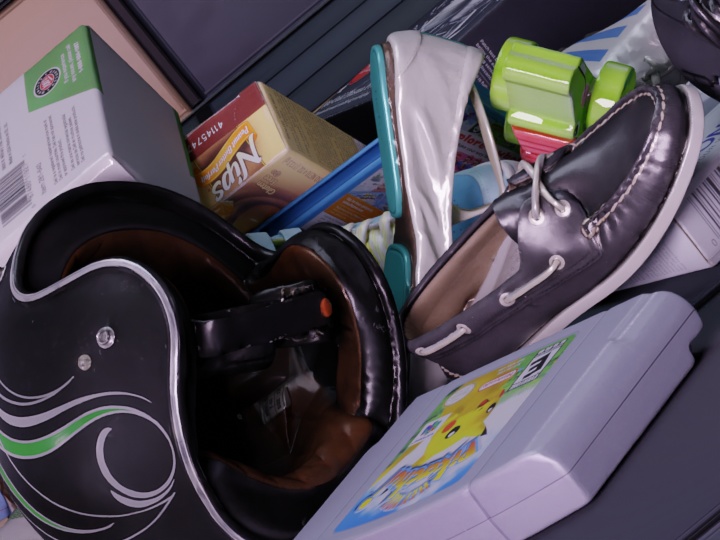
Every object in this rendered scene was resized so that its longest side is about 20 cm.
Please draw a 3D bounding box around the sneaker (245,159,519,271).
[{"bbox_3d":[0.000,0.000,1.500,0.130,0.080,0.200,1,-24,-30],"label":"sneaker"}]

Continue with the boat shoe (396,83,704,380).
[{"bbox_3d":[0.085,-0.019,1.327,0.200,0.060,0.074,-49,28,41],"label":"boat shoe"}]

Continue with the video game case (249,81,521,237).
[{"bbox_3d":[0.021,-0.024,1.597,0.200,0.143,0.018,-35,55,21],"label":"video game case"}]

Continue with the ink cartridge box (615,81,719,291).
[{"bbox_3d":[0.169,-0.062,1.423,0.200,0.041,0.200,-45,11,-25],"label":"ink cartridge box"}]

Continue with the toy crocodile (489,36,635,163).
[{"bbox_3d":[0.103,-0.074,1.463,0.200,0.067,0.062,49,-123,-77],"label":"toy crocodile"}]

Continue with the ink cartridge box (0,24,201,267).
[{"bbox_3d":[-0.187,-0.013,1.529,0.200,0.084,0.145,-38,32,13],"label":"ink cartridge box"}]

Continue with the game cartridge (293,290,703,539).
[{"bbox_3d":[0.050,0.083,1.239,0.200,0.040,0.133,-28,19,49],"label":"game cartridge"}]

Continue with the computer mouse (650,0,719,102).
[{"bbox_3d":[0.152,-0.112,1.278,0.046,0.140,0.200,-38,30,8],"label":"computer mouse"}]

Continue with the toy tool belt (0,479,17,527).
[{"bbox_3d":[-0.217,0.181,1.642,0.199,0.123,0.125,-30,-8,-16],"label":"toy tool belt"}]

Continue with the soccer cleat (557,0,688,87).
[{"bbox_3d":[0.177,-0.121,1.625,0.200,0.070,0.087,-36,26,34],"label":"soccer cleat"}]

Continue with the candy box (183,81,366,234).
[{"bbox_3d":[-0.037,-0.024,1.634,0.115,0.056,0.200,-36,-32,19],"label":"candy box"}]

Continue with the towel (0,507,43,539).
[{"bbox_3d":[-0.150,0.178,1.436,0.148,0.031,0.200,-6,27,25],"label":"towel"}]

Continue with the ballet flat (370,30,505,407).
[{"bbox_3d":[0.041,-0.018,1.420,0.069,0.201,0.069,-2,6,0],"label":"ballet flat"}]

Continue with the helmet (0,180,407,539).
[{"bbox_3d":[-0.091,0.056,1.381,0.190,0.201,0.200,-1,36,48],"label":"helmet"}]

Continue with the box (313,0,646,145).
[{"bbox_3d":[0.084,-0.118,1.807,0.182,0.104,0.200,-42,10,-21],"label":"box"}]
